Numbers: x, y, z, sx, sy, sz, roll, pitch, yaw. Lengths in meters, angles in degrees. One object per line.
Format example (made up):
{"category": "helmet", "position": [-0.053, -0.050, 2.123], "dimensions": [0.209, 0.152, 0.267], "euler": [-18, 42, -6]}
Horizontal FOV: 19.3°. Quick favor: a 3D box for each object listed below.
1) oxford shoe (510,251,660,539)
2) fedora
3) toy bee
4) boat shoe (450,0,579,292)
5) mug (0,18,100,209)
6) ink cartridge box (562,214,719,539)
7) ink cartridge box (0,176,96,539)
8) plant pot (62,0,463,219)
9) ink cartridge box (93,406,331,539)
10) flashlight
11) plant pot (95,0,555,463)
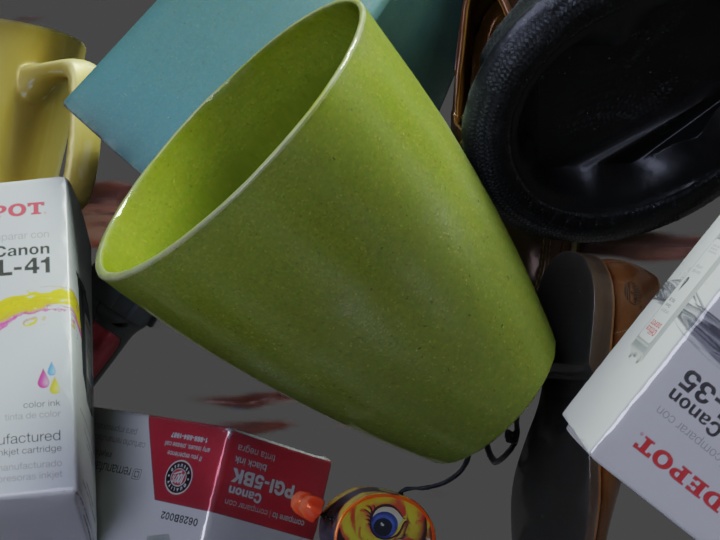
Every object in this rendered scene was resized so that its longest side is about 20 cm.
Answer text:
{"category": "oxford shoe", "position": [0.128, 0.094, 1.122], "dimensions": [0.071, 0.071, 0.202], "euler": [17, 100, 57]}
{"category": "fedora", "position": [0.136, -0.111, 1.123], "dimensions": [0.200, 0.200, 0.092], "euler": [-41, 40, 12]}
{"category": "toy bee", "position": [0.008, 0.161, 1.140], "dimensions": [0.131, 0.108, 0.202], "euler": [133, 147, -62]}
{"category": "boat shoe", "position": [0.079, -0.070, 1.192], "dimensions": [0.071, 0.067, 0.202], "euler": [-9, 71, 26]}
{"category": "mug", "position": [-0.248, -0.075, 1.319], "dimensions": [0.148, 0.186, 0.155], "euler": [6, 85, -16]}
{"category": "ink cartridge box", "position": [0.218, 0.048, 1.035], "dimensions": [0.146, 0.083, 0.201], "euler": [37, 95, -9]}
{"category": "ink cartridge box", "position": [-0.226, 0.057, 1.190], "dimensions": [0.146, 0.086, 0.202], "euler": [-6, 61, -2]}
{"category": "plant pot", "position": [-0.038, -0.115, 1.230], "dimensions": [0.141, 0.141, 0.201], "euler": [39, 92, 31]}
{"category": "ink cartridge box", "position": [-0.112, 0.188, 1.189], "dimensions": [0.146, 0.083, 0.202], "euler": [3, 76, 48]}
{"category": "flashlight", "position": [-0.188, 0.067, 1.293], "dimensions": [0.201, 0.068, 0.068], "euler": [-52, 36, 10]}
{"category": "plant pot", "position": [0.000, 0.000, 1.075], "dimensions": [0.187, 0.200, 0.188], "euler": [-40, 20, 17]}
